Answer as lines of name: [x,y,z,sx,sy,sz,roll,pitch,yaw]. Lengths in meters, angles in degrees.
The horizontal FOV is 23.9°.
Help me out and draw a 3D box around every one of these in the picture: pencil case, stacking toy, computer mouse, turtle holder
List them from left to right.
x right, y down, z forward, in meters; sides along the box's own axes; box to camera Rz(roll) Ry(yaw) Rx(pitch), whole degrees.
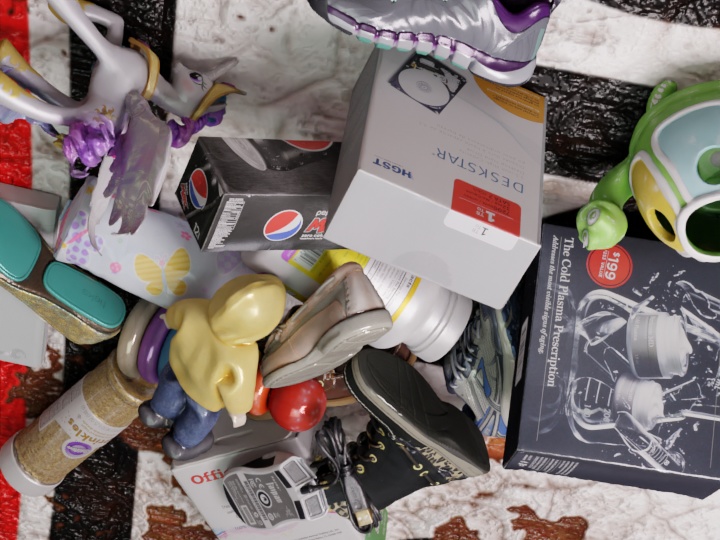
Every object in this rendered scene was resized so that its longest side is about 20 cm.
pencil case: [-0.175,-0.012,1.529,0.199,0.091,0.084,24,107,-13]
stacking toy: [-0.121,0.090,1.569,0.199,0.086,0.086,21,132,15]
computer mouse: [-0.058,0.195,1.573,0.199,0.044,0.110,-15,107,50]
turtle holder: [0.274,-0.077,1.377,0.184,0.132,0.142,7,131,2]

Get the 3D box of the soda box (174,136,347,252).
soda box: [-0.044,-0.061,1.377,0.199,0.071,0.064,-1,136,-33]

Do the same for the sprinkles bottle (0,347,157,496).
sprinkles bottle: [-0.279,0.151,1.691,0.068,0.069,0.200,37,125,-21]

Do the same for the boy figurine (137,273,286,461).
boy figurine: [-0.130,0.071,1.475,0.124,0.064,0.201,48,127,23]

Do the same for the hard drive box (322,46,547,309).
hard drive box: [0.064,-0.084,1.358,0.155,0.201,0.077,21,130,-11]

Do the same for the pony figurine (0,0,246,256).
pony figurine: [-0.207,-0.127,1.386,0.199,0.194,0.166,29,167,-22]

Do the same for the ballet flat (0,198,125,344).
ballet flat: [-0.303,0.002,1.543,0.200,0.071,0.071,39,124,-23]

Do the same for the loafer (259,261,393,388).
loafer: [-0.034,0.048,1.447,0.071,0.063,0.200,-11,168,-30]

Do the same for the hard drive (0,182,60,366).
hard drive: [-0.356,0.000,1.603,0.131,0.026,0.201,13,130,-2]

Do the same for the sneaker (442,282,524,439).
sneaker: [0.114,0.086,1.576,0.084,0.077,0.201,1,129,13]

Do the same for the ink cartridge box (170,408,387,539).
ink cartridge box: [-0.079,0.222,1.709,0.144,0.084,0.201,-16,125,20]

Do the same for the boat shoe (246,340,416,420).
boat shoe: [-0.046,0.089,1.602,0.199,0.071,0.070,-19,129,22]

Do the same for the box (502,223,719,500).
box: [0.227,0.079,1.458,0.180,0.202,0.104,8,164,0]

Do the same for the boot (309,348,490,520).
boot: [0.009,0.160,1.563,0.153,0.074,0.203,-28,136,24]

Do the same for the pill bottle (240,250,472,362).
pill bottle: [0.000,0.000,1.500,0.199,0.105,0.104,33,127,-19]

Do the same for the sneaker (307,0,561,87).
sneaker: [0.058,-0.217,1.343,0.198,0.075,0.088,15,121,-18]
